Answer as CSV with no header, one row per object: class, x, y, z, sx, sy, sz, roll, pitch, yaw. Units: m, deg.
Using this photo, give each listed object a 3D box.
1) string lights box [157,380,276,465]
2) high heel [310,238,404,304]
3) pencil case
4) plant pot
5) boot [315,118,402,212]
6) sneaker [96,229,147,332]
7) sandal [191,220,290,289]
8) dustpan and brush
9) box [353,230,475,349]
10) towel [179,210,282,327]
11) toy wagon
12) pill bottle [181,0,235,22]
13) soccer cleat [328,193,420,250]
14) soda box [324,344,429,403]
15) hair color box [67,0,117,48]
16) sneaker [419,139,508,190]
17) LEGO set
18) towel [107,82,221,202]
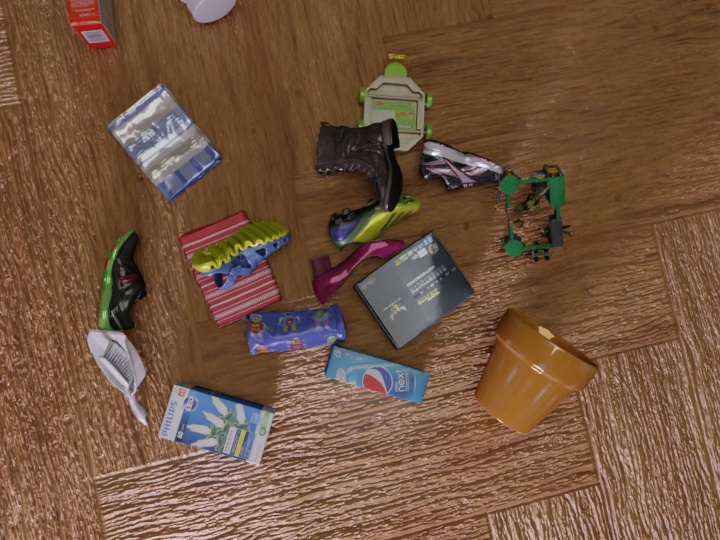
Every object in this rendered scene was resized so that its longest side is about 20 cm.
string lights box,-0.273,0.293,1.158,0.198,0.059,0.104,17,86,-4
high heel,0.000,0.000,1.201,0.198,0.067,0.097,-16,78,8
pencil case,-0.127,0.113,1.177,0.198,0.078,0.087,-6,48,-5
plant pot,0.323,0.204,1.166,0.199,0.200,0.184,31,99,-2
boot,-0.008,-0.208,1.199,0.173,0.069,0.202,-4,81,21
sneaker,-0.456,0.021,1.164,0.083,0.077,0.202,11,83,-29
sandal,-0.226,-0.030,1.168,0.199,0.079,0.088,-26,128,-16
dustpan and brush,-0.444,0.207,1.137,0.057,0.139,0.201,-51,127,-38
box,0.108,0.039,1.217,0.199,0.051,0.158,-34,91,-7
towel,-0.259,-0.006,1.200,0.144,0.022,0.201,-24,90,-9
toy wagon,0.072,-0.347,1.248,0.154,0.040,0.202,3,85,-5
pill bottle,-0.336,-0.608,1.190,0.114,0.114,0.201,-29,89,-7
soccer cleat,0.031,-0.099,1.224,0.199,0.065,0.084,-19,117,-11
soda box,0.031,0.204,1.189,0.198,0.068,0.065,16,84,-4
hair color box,-0.532,-0.555,1.175,0.061,0.102,0.202,-7,86,-6
sneaker,0.211,-0.203,1.243,0.198,0.080,0.087,18,107,-5
LEGO set,0.349,-0.131,1.228,0.152,0.116,0.202,-12,110,14
towel,-0.392,-0.259,1.205,0.147,0.024,0.200,-39,90,-6
